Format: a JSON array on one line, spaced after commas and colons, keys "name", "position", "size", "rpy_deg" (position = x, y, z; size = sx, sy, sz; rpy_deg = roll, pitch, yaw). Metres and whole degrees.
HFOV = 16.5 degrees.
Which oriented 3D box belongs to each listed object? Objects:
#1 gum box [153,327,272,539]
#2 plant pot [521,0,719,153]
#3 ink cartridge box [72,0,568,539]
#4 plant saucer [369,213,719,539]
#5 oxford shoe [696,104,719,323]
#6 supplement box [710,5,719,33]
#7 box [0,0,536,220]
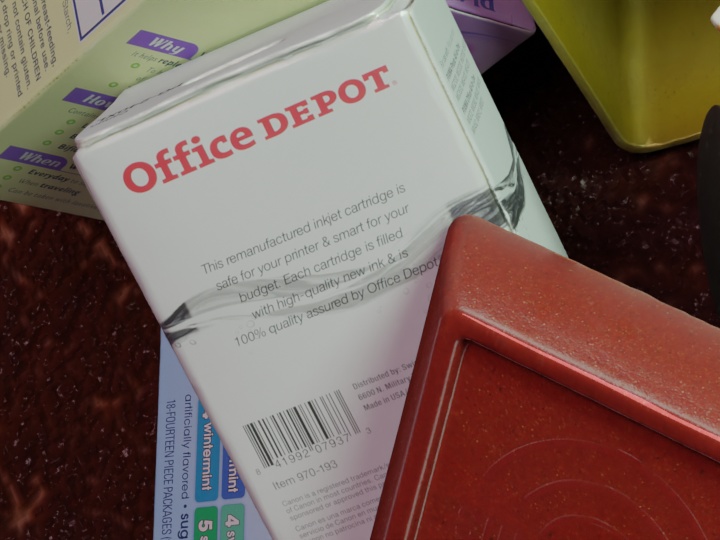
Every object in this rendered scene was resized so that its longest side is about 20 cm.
[{"name": "gum box", "position": [0.007, 0.099, 1.067], "size": [0.199, 0.045, 0.171], "rpy_deg": [-7, 70, 22]}, {"name": "plant pot", "position": [0.162, -0.194, 1.016], "size": [0.199, 0.200, 0.177], "rpy_deg": [-14, 57, 21]}, {"name": "ink cartridge box", "position": [0.000, 0.000, 0.969], "size": [0.145, 0.083, 0.201], "rpy_deg": [-21, 106, 17]}, {"name": "plant saucer", "position": [0.085, 0.109, 0.892], "size": [0.199, 0.037, 0.201], "rpy_deg": [26, 118, 25]}, {"name": "oxford shoe", "position": [0.190, 0.015, 1.008], "size": [0.071, 0.071, 0.201], "rpy_deg": [-11, 58, -15]}, {"name": "supplement box", "position": [0.220, -0.045, 0.925], "size": [0.074, 0.200, 0.126], "rpy_deg": [-45, 60, 5]}, {"name": "box", "position": [-0.062, -0.107, 1.054], "size": [0.200, 0.175, 0.097], "rpy_deg": [-35, 57, 39]}]
